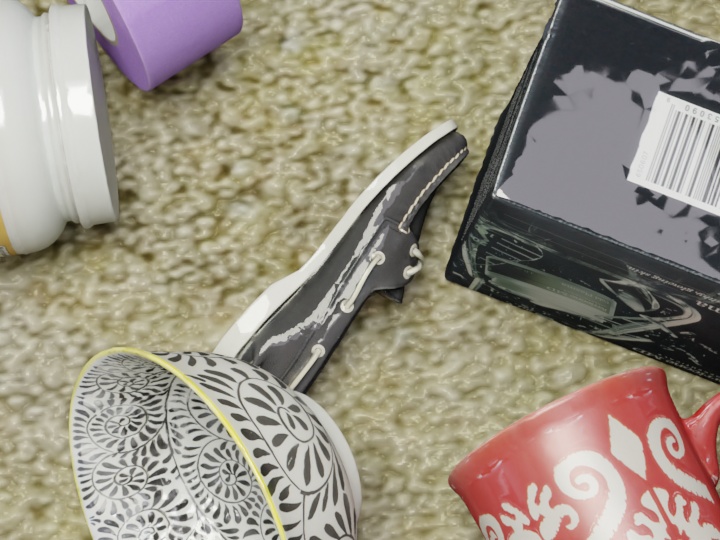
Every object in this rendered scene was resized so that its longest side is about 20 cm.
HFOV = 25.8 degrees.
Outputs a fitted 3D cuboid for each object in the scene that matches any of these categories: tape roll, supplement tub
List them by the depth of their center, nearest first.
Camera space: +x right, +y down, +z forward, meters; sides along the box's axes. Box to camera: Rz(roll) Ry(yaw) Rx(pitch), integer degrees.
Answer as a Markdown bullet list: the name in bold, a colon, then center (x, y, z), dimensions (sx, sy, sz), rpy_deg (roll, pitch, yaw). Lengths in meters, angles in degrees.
- **supplement tub**: center (-0.241, -0.074, 0.867), dimensions (0.199, 0.145, 0.145), rpy_deg (-9, 79, -5)
- **tape roll**: center (-0.146, -0.201, 0.871), dimensions (0.066, 0.200, 0.200), rpy_deg (-34, 82, -9)

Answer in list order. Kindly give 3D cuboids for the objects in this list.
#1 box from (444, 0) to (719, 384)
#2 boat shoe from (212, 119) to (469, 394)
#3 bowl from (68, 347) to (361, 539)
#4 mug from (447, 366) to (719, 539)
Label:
- **box**: center (0.166, -0.034, 0.856), dimensions (0.199, 0.197, 0.124), rpy_deg (21, 79, 1)
- **boat shoe**: center (0.000, 0.000, 0.903), dimensions (0.060, 0.074, 0.200), rpy_deg (42, 82, 6)
- **bowl**: center (-0.062, 0.121, 0.837), dimensions (0.094, 0.201, 0.201), rpy_deg (-22, 79, -37)
- **mug**: center (0.163, 0.158, 0.818), dimensions (0.177, 0.133, 0.200), rpy_deg (-36, 69, 27)
